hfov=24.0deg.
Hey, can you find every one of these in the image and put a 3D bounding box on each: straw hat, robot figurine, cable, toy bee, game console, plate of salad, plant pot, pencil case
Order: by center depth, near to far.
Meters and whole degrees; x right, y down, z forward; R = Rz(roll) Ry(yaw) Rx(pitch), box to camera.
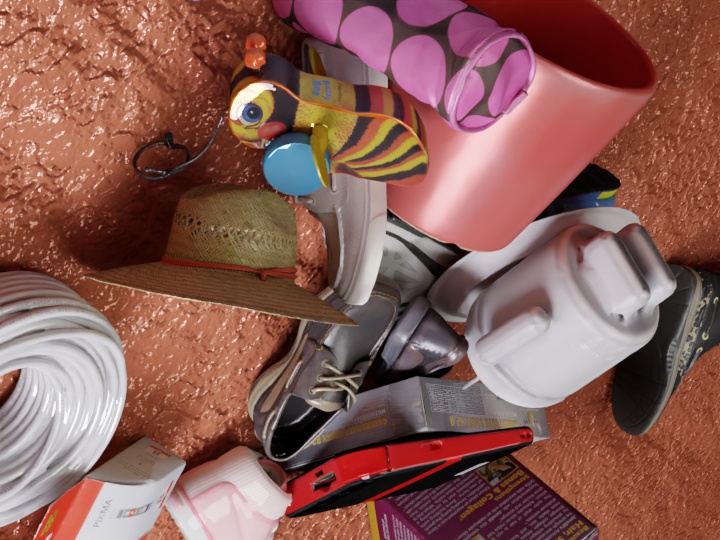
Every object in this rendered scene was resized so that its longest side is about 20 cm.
[{"bbox_3d":[-0.048,-0.106,1.157,0.199,0.131,0.109,-13,135,-19],"label":"toy bee"},{"bbox_3d":[0.032,-0.164,1.167,0.091,0.200,0.094,-48,142,-4],"label":"pencil case"},{"bbox_3d":[-0.260,0.096,1.192,0.200,0.069,0.200,-35,142,-22],"label":"cable"},{"bbox_3d":[-0.091,-0.019,1.209,0.201,0.201,0.085,10,90,-50],"label":"straw hat"},{"bbox_3d":[0.098,-0.124,1.297,0.200,0.201,0.178,-2,131,-46],"label":"plant pot"},{"bbox_3d":[0.163,0.039,1.389,0.169,0.113,0.200,-11,158,-46],"label":"robot figurine"},{"bbox_3d":[0.032,0.172,1.471,0.176,0.031,0.200,-9,167,-27],"label":"game console"},{"bbox_3d":[0.147,-0.011,1.473,0.199,0.048,0.200,-17,158,-7],"label":"plate of salad"}]

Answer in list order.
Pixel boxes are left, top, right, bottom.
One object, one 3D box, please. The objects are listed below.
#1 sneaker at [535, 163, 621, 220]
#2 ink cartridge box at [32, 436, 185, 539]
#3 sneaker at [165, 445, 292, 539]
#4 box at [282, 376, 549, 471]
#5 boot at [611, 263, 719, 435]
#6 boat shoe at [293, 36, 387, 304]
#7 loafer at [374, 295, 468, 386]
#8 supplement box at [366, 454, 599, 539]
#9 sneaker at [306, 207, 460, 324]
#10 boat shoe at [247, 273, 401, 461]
[{"bbox_3d":[0.154,-0.051,1.515,0.200,0.066,0.079,-5,128,-45],"label":"sneaker"},{"bbox_3d":[-0.214,0.224,1.296,0.163,0.050,0.200,-61,175,14],"label":"ink cartridge box"},{"bbox_3d":[-0.096,0.229,1.477,0.104,0.075,0.201,-34,137,-13],"label":"sneaker"},{"bbox_3d":[0.050,0.141,1.502,0.158,0.049,0.200,-19,163,33],"label":"box"},{"bbox_3d":[0.364,0.084,1.845,0.153,0.073,0.204,-5,121,-39],"label":"boot"},{"bbox_3d":[-0.019,-0.076,1.250,0.068,0.072,0.201,1,95,-17],"label":"boat shoe"},{"bbox_3d":[0.054,0.076,1.451,0.072,0.063,0.200,-57,174,-12],"label":"loafer"},{"bbox_3d":[0.116,0.253,1.623,0.131,0.200,0.103,-32,140,-22],"label":"supplement box"},{"bbox_3d":[0.000,0.000,1.383,0.116,0.076,0.200,-57,146,5],"label":"sneaker"},{"bbox_3d":[-0.023,0.085,1.381,0.074,0.073,0.200,14,132,-27],"label":"boat shoe"}]
